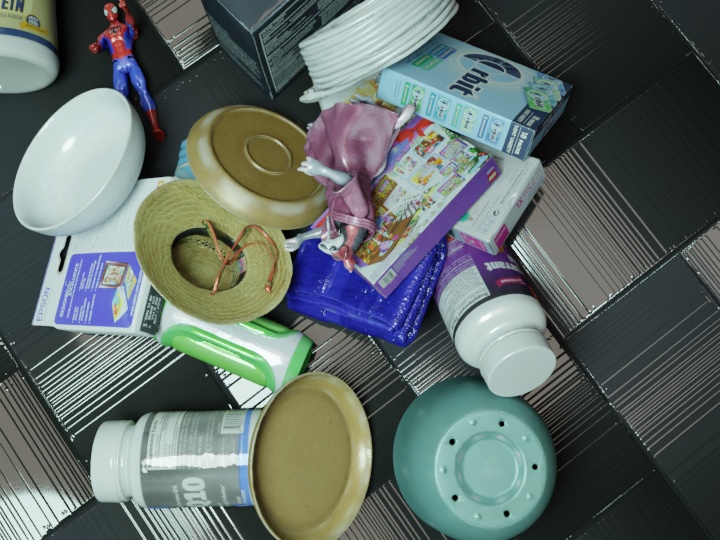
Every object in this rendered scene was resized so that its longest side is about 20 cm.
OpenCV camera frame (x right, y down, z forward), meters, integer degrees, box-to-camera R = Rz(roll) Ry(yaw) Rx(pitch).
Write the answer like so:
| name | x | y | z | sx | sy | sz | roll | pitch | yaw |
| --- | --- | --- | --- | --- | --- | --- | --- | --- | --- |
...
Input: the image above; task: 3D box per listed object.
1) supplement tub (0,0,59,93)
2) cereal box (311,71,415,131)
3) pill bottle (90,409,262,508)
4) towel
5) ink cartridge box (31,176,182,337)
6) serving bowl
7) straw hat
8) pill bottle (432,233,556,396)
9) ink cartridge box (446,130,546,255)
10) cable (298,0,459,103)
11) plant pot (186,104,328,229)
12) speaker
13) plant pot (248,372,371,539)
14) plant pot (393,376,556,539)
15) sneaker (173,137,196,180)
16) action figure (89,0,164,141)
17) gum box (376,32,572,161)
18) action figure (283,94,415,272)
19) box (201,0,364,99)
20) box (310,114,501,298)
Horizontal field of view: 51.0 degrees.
| name | x | y | z | sx | sy | sz | roll | pitch | yaw |
| --- | --- | --- | --- | --- | --- | --- | --- | --- | --- |
| supplement tub | -0.473 | -0.350 | 0.986 | 0.142 | 0.144 | 0.203 | -7 | 82 | -1 |
| cereal box | 0.026 | -0.202 | 1.015 | 0.142 | 0.040 | 0.202 | -18 | 82 | -4 |
| pill bottle | -0.213 | 0.228 | 0.913 | 0.197 | 0.114 | 0.115 | -2 | 81 | 0 |
| towel | 0.000 | 0.000 | 0.932 | 0.198 | 0.049 | 0.149 | 16 | 81 | 36 |
| ink cartridge box | -0.318 | -0.018 | 0.959 | 0.198 | 0.043 | 0.201 | 1 | 73 | 32 |
| serving bowl | -0.343 | -0.128 | 0.951 | 0.198 | 0.066 | 0.202 | -14 | 60 | 26 |
| straw hat | -0.186 | -0.004 | 0.896 | 0.199 | 0.085 | 0.203 | 20 | 52 | -28 |
| pill bottle | 0.153 | 0.045 | 0.896 | 0.110 | 0.112 | 0.201 | -18 | 46 | -3 |
| ink cartridge box | 0.113 | -0.107 | 0.929 | 0.199 | 0.042 | 0.120 | 27 | 77 | 36 |
| cable | 0.020 | -0.294 | 0.918 | 0.200 | 0.199 | 0.070 | -47 | 115 | -35 |
| plant pot | -0.119 | -0.140 | 0.952 | 0.198 | 0.028 | 0.202 | 18 | 48 | -21 |
| speaker | -0.162 | 0.085 | 0.949 | 0.198 | 0.088 | 0.089 | 22 | 82 | 3 |
| plant pot | -0.061 | 0.222 | 0.892 | 0.027 | 0.199 | 0.203 | -7 | 78 | 42 |
| plant pot | 0.140 | 0.225 | 0.890 | 0.198 | 0.161 | 0.203 | 0 | 81 | 0 |
| sneaker | -0.151 | -0.131 | 0.986 | 0.197 | 0.080 | 0.132 | 5 | 82 | 0 |
| action figure | -0.317 | -0.276 | 1.001 | 0.064 | 0.099 | 0.202 | -17 | 79 | -3 |
| gum box | 0.145 | -0.223 | 0.938 | 0.198 | 0.045 | 0.170 | 26 | 39 | 16 |
| action figure | -0.011 | -0.090 | 0.873 | 0.147 | 0.134 | 0.202 | 1 | 66 | -17 |
| box | -0.092 | -0.360 | 0.960 | 0.200 | 0.198 | 0.123 | -44 | 84 | -7 |
| box | 0.051 | -0.082 | 0.898 | 0.200 | 0.039 | 0.137 | -46 | 50 | -2 |
